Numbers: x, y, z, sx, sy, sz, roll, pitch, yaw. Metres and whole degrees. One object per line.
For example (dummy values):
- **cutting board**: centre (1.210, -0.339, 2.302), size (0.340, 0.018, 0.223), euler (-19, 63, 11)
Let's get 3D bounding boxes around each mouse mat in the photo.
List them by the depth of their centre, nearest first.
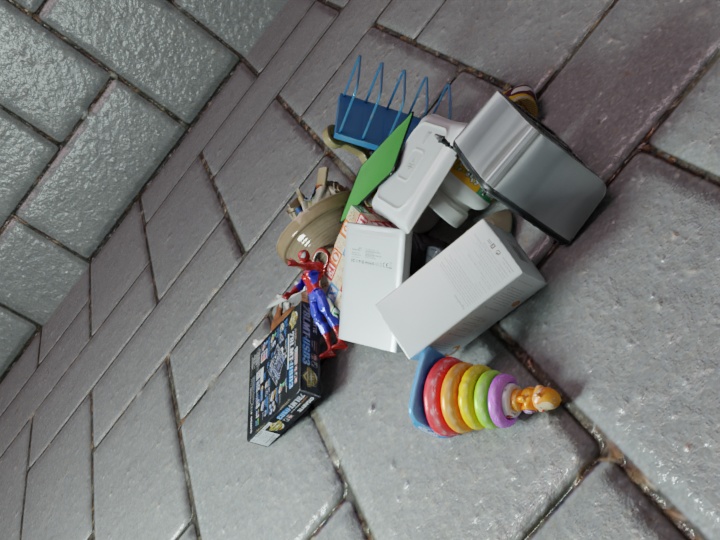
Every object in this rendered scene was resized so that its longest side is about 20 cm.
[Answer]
- **mouse mat**: centre (0.028, -0.183, 1.597), size (0.200, 0.008, 0.161), euler (-43, 22, 50)

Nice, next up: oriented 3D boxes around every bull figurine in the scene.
- **bull figurine**: centre (-0.134, 0.097, 1.747), size (0.200, 0.065, 0.121), euler (-27, 54, 37)

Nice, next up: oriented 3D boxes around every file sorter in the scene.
- **file sorter**: centre (0.065, -0.313, 1.715), size (0.139, 0.200, 0.123), euler (-86, 15, -46)

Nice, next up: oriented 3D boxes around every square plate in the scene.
- **square plate**: centre (0.092, -0.169, 1.458), size (0.198, 0.028, 0.200), euler (-59, 21, 5)

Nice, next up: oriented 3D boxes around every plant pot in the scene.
- **plant pot**: centre (-0.055, -0.056, 1.725), size (0.201, 0.201, 0.093), euler (-44, 69, 21)

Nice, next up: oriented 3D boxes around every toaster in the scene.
- **toaster**: centre (0.236, -0.155, 1.293), size (0.119, 0.200, 0.181), euler (-51, 26, 17)

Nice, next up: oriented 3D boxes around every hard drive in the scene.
- **hard drive**: centre (0.024, 0.026, 1.477), size (0.132, 0.027, 0.200), euler (10, 98, 42)

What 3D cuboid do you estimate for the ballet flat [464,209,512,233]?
- **ballet flat**: centre (0.182, -0.025, 1.378), size (0.069, 0.069, 0.200), euler (-14, 47, 53)

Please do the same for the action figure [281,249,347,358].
- **action figure**: centre (-0.095, 0.051, 1.560), size (0.065, 0.099, 0.200), euler (-38, 59, 42)

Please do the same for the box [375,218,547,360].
- **box**: centre (0.143, 0.034, 1.255), size (0.200, 0.124, 0.098), euler (-39, 67, 16)

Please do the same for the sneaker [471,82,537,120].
- **sneaker**: centre (0.228, -0.252, 1.569), size (0.200, 0.075, 0.090), euler (-32, 26, 27)

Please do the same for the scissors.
- **scissors**: centre (-0.104, 0.036, 1.684), size (0.200, 0.073, 0.014), euler (-46, -11, 29)

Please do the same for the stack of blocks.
- **stack of blocks**: centre (0.000, 0.000, 1.566), size (0.115, 0.059, 0.200), euler (45, 121, 41)

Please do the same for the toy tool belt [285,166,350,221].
- **toy tool belt**: centre (-0.095, -0.121, 1.865), size (0.200, 0.125, 0.123), euler (-43, 66, 48)

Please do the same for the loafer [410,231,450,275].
- **loafer**: centre (0.124, -0.021, 1.494), size (0.200, 0.063, 0.072), euler (-146, 61, -69)

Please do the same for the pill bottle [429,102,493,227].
- **pill bottle**: centre (0.193, -0.173, 1.459), size (0.200, 0.113, 0.113), euler (-49, 27, 10)

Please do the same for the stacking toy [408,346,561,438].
- **stacking toy**: centre (0.171, 0.167, 1.161), size (0.200, 0.116, 0.110), euler (-3, 64, 40)

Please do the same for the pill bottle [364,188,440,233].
- **pill bottle**: centre (0.069, -0.144, 1.649), size (0.113, 0.113, 0.200), euler (-54, 27, 3)

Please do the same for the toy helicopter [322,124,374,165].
- **toy helicopter**: centre (0.009, -0.250, 1.769), size (0.079, 0.200, 0.132), euler (-25, 56, 45)

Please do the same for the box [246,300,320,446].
- **box**: centre (-0.141, 0.189, 1.621), size (0.199, 0.050, 0.200), euler (-45, 35, 37)
